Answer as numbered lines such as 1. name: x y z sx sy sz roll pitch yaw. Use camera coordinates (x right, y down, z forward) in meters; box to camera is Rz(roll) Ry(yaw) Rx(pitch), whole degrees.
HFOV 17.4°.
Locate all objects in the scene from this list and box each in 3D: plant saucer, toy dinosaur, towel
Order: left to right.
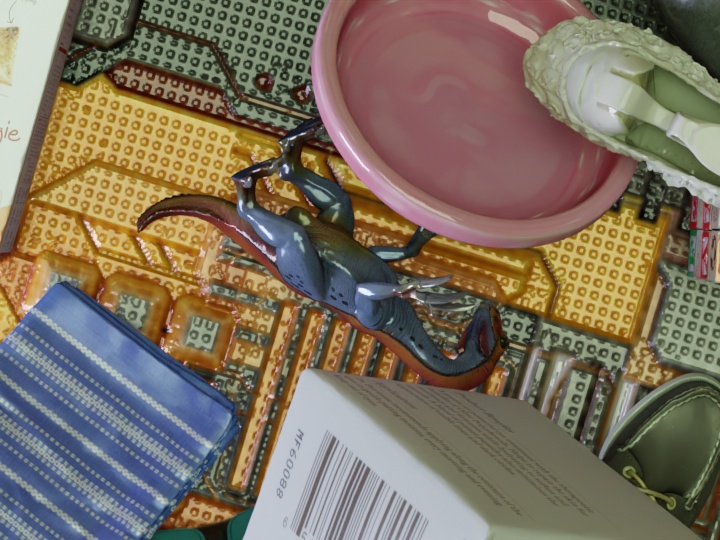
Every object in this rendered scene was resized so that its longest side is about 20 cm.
1. towel: -0.181 0.116 1.369 0.144 0.024 0.200 36 68 7
2. toy dinosaur: 0.000 0.000 1.401 0.199 0.105 0.182 -17 109 39
3. plant saucer: 0.063 -0.094 1.354 0.199 0.051 0.202 10 57 -15

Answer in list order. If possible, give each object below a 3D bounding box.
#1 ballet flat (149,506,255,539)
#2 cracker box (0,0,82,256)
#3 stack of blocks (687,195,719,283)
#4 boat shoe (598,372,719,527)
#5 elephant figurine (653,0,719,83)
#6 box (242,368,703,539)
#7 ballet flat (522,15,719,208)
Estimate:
1. ballet flat: -0.079 0.181 1.399 0.198 0.071 0.066 -9 118 3
2. cracker box: -0.246 -0.122 1.389 0.133 0.058 0.202 16 90 -1
3. stack of blocks: 0.296 -0.017 1.362 0.198 0.115 0.059 3 91 -1
4. boat shoe: 0.156 0.149 1.391 0.072 0.060 0.202 37 91 -1
5. elephant figurine: 0.253 -0.111 1.362 0.154 0.141 0.201 -7 108 28
6. box: 0.050 0.188 1.281 0.170 0.199 0.201 9 107 -36
7. ballet flat: 0.171 -0.085 1.284 0.199 0.072 0.072 30 91 20
